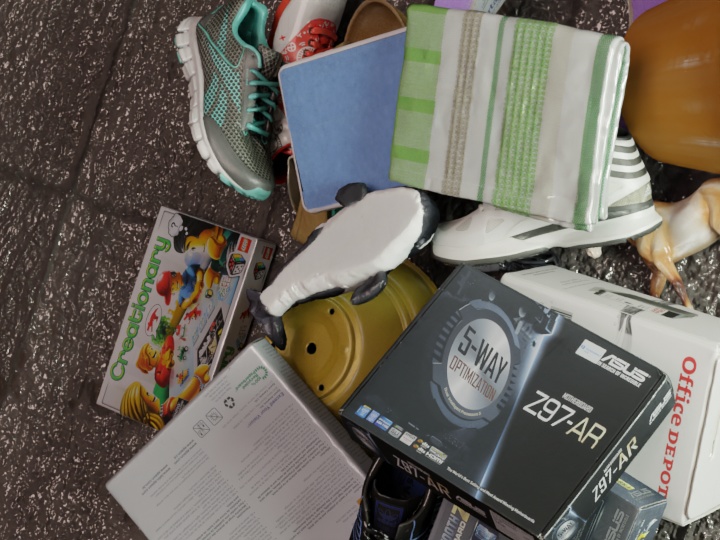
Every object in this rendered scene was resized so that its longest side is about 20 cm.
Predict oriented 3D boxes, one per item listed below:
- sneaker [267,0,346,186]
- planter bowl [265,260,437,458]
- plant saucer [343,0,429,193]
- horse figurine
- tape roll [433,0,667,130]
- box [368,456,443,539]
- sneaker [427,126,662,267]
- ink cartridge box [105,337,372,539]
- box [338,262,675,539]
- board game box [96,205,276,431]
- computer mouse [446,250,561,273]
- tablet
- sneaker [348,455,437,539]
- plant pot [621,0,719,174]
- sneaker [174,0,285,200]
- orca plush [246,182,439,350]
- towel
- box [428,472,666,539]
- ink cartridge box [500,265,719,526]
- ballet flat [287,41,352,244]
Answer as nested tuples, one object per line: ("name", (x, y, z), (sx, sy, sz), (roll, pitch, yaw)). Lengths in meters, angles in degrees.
("sneaker", (-0.049, -0.173, 1.755), (0.202, 0.067, 0.108), (-54, 53, 18))
("planter bowl", (-0.023, 0.073, 1.676), (0.199, 0.083, 0.202), (-8, 76, 31))
("plant saucer", (0.031, -0.136, 1.666), (0.200, 0.035, 0.202), (175, 90, -69))
("horse figurine", (0.273, -0.022, 1.522), (0.199, 0.050, 0.133), (-25, 70, 33))
("tape roll", (0.161, -0.194, 1.590), (0.199, 0.066, 0.201), (-3, 78, 16))
("box", (0.032, 0.236, 1.624), (0.199, 0.051, 0.159), (-26, 66, 26))
("sneaker", (0.137, -0.072, 1.536), (0.200, 0.076, 0.116), (-10, 99, 29))
("ink cartridge box", (-0.088, 0.195, 1.640), (0.196, 0.043, 0.200), (-43, 84, 19))
("box", (0.109, 0.103, 1.436), (0.200, 0.044, 0.160), (30, 69, 32))
("board game box", (-0.164, 0.051, 1.803), (0.126, 0.035, 0.201), (18, 90, 35))
("computer mouse", (0.126, -0.092, 1.635), (0.109, 0.044, 0.201), (4, 79, 17))
("tablet", (0.016, -0.127, 1.587), (0.199, 0.014, 0.131), (-12, 89, 40))
("sneaker", (0.021, 0.208, 1.542), (0.070, 0.078, 0.201), (19, 102, 17))
("plant pot", (0.303, -0.149, 1.459), (0.183, 0.199, 0.201), (-2, 78, 49))
("sneaker", (-0.104, -0.160, 1.709), (0.091, 0.077, 0.201), (-31, 63, 30))
("orca plush", (0.000, 0.000, 1.600), (0.200, 0.071, 0.105), (-46, 50, 22))
("towel", (0.113, -0.122, 1.489), (0.199, 0.031, 0.150), (16, 103, 37))
("box", (0.128, 0.227, 1.479), (0.157, 0.051, 0.201), (29, 108, 31))
("ink cartridge box", (0.200, 0.093, 1.505), (0.199, 0.083, 0.148), (19, 108, 35))
("ballet flat", (-0.038, -0.107, 1.691), (0.063, 0.069, 0.201), (16, 116, 27))
